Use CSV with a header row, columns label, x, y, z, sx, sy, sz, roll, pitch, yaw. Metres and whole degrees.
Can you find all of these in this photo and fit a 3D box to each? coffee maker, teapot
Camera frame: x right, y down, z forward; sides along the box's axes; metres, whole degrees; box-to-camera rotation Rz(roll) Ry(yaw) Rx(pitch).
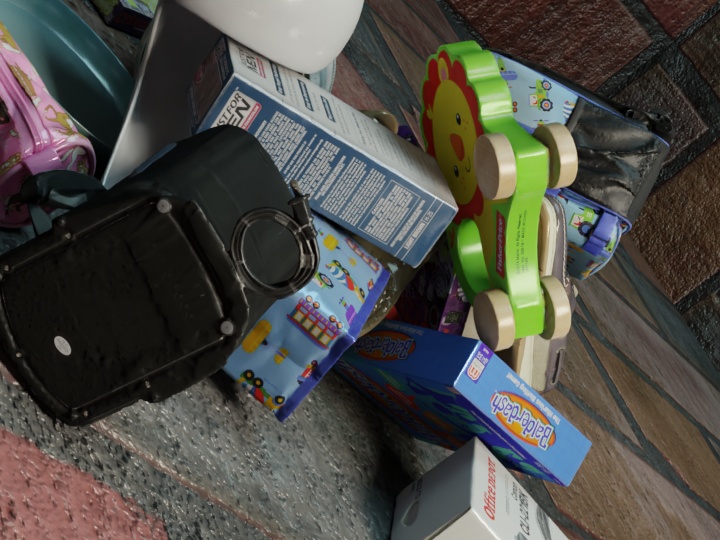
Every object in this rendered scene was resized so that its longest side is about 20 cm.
label,x,y,z,sx,sy,sz,roll,pitch,yaw
coffee maker,-0.095,-0.005,0.968,0.200,0.190,0.136,-54,141,-71
teapot,-0.067,-0.252,1.231,0.197,0.147,0.200,21,15,-46

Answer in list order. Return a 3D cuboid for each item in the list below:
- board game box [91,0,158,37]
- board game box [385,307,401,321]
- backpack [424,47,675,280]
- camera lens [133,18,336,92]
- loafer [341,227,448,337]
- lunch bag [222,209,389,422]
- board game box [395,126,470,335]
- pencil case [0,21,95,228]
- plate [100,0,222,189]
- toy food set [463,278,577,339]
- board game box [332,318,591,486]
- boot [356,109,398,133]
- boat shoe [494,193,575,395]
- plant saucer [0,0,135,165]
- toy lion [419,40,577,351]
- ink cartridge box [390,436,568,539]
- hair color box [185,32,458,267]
label,x,y,z,sx,sy,sz,roll,pitch,yaw
board game box,-0.220,-0.273,1.592,0.120,0.032,0.200,51,14,15
board game box,0.006,-0.003,1.591,0.201,0.040,0.153,52,14,3
backpack,0.140,-0.098,1.384,0.199,0.135,0.183,27,-9,-3
camera lens,-0.105,-0.178,1.434,0.160,0.160,0.200,48,14,-8
loafer,0.000,0.000,1.309,0.076,0.200,0.067,55,-30,-6
lunch bag,-0.057,-0.012,1.175,0.150,0.094,0.200,40,30,-2
board game box,0.050,-0.023,1.437,0.032,0.121,0.201,-5,38,-18
pencil case,-0.242,-0.122,1.033,0.201,0.083,0.086,57,14,18
plate,-0.117,-0.081,1.256,0.199,0.032,0.202,39,53,-40
toy food set,0.106,-0.008,1.538,0.060,0.143,0.201,50,11,-41
board game box,0.068,0.099,1.314,0.152,0.045,0.199,41,-17,-31
boot,-0.048,-0.051,1.427,0.072,0.201,0.166,41,-20,-11
boat shoe,0.141,0.022,1.327,0.064,0.202,0.072,-16,35,-31
plant saucer,-0.227,-0.151,1.263,0.200,0.027,0.200,47,15,-17
toy lion,0.093,-0.066,1.251,0.192,0.068,0.202,-130,-146,-57
ink cartridge box,0.118,0.242,1.234,0.200,0.084,0.144,47,14,-8
hair color box,-0.030,-0.090,1.210,0.199,0.061,0.100,30,18,-21
